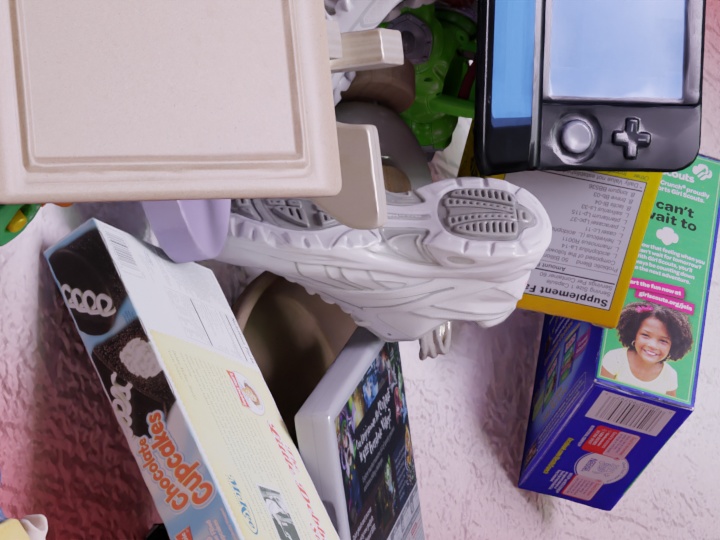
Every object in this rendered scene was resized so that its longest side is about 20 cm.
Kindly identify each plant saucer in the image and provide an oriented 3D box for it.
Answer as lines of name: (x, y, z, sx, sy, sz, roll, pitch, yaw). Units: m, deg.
plant saucer: (-0.037, 0.095, 1.421, 0.200, 0.029, 0.201, 26, 61, -59)

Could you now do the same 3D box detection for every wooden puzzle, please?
wooden puzzle: (-0.095, -0.122, 1.088, 0.199, 0.037, 0.186, -2, 85, -40)

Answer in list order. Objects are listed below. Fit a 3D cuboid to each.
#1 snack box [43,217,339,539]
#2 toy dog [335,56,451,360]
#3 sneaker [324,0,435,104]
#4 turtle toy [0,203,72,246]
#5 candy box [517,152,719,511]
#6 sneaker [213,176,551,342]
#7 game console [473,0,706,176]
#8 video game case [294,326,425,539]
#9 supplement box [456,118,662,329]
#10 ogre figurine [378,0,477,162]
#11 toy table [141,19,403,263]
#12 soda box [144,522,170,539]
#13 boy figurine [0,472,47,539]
snack box: (-0.078, 0.075, 1.241, 0.116, 0.037, 0.200, 27, 32, -59)
toy dog: (-0.003, -0.045, 1.482, 0.200, 0.096, 0.132, 75, 19, -45)
sneaker: (-0.013, -0.149, 1.379, 0.075, 0.200, 0.081, 46, -5, 10)
turtle toy: (-0.178, -0.095, 1.106, 0.146, 0.101, 0.201, -10, 93, -63)
candy box: (0.178, 0.037, 1.711, 0.169, 0.077, 0.201, 118, -15, -58)
sneaker: (0.000, 0.000, 1.373, 0.078, 0.199, 0.100, -85, -177, -48)
game console: (0.133, -0.154, 1.422, 0.116, 0.175, 0.201, -161, -108, -73)
video game case: (0.004, 0.137, 1.385, 0.200, 0.023, 0.183, -52, 136, -72)
supplement box: (0.129, -0.082, 1.582, 0.110, 0.108, 0.201, -95, -162, -67)
ogre figurine: (0.042, -0.153, 1.549, 0.200, 0.098, 0.120, 117, -15, -64)
toy table: (-0.054, -0.111, 1.271, 0.184, 0.117, 0.201, -50, 131, -71)
soda box: (-0.058, 0.226, 1.312, 0.200, 0.063, 0.071, 66, 32, -29)
boy figurine: (-0.173, 0.144, 1.106, 0.124, 0.064, 0.201, -31, 112, -61)
